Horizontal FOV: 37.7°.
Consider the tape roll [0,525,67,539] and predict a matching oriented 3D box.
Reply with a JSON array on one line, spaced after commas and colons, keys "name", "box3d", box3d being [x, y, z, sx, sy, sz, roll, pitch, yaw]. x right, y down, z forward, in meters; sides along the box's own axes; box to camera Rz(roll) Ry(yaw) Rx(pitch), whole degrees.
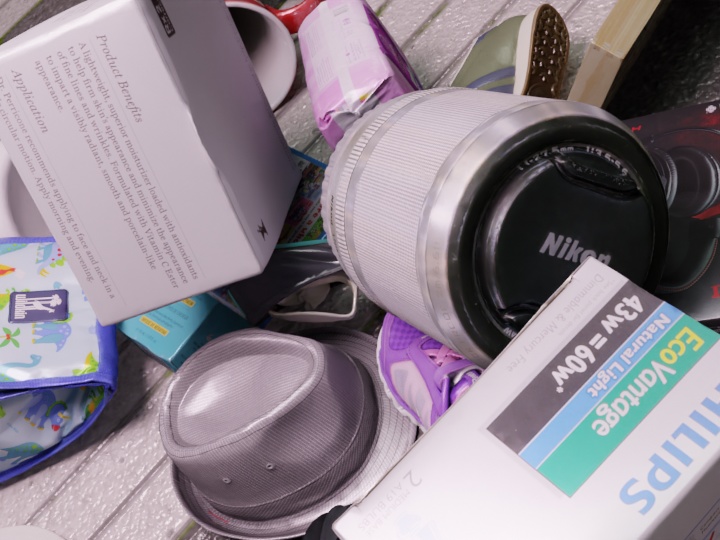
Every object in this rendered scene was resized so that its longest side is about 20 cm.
[{"name": "tape roll", "box3d": [-0.274, 0.290, 0.781, 0.203, 0.037, 0.203, -15, 50, 19]}]

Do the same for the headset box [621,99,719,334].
[{"name": "headset box", "box3d": [0.226, -0.013, 0.700, 0.149, 0.075, 0.200, -10, 52, 24]}]

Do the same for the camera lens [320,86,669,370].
[{"name": "camera lens", "box3d": [0.077, -0.031, 0.656, 0.160, 0.160, 0.200, -45, 26, -8]}]

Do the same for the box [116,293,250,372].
[{"name": "box", "box3d": [-0.111, -0.003, 0.904, 0.082, 0.049, 0.200, 24, 71, 40]}]

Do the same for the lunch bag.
[{"name": "lunch bag", "box3d": [-0.294, 0.070, 0.899, 0.200, 0.127, 0.170, -24, 48, 12]}]

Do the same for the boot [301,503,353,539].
[{"name": "boot", "box3d": [-0.070, 0.254, 0.672, 0.162, 0.073, 0.198, -16, 50, 23]}]

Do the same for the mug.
[{"name": "mug", "box3d": [-0.137, -0.250, 1.078, 0.177, 0.133, 0.200, -6, 37, -21]}]

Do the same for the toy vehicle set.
[{"name": "toy vehicle set", "box3d": [0.223, -0.209, 0.822, 0.027, 0.124, 0.200, 31, 72, 10]}]

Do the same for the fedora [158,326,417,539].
[{"name": "fedora", "box3d": [-0.067, 0.101, 0.770, 0.200, 0.090, 0.177, -15, 50, 19]}]

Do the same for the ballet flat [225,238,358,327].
[{"name": "ballet flat", "box3d": [0.000, 0.000, 0.787, 0.200, 0.073, 0.073, -14, 48, -4]}]

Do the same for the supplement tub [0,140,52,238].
[{"name": "supplement tub", "box3d": [-0.381, -0.038, 1.021, 0.200, 0.145, 0.145, -13, 51, 21]}]

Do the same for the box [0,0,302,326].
[{"name": "box", "box3d": [-0.148, -0.101, 0.761, 0.131, 0.199, 0.200, -18, 21, 13]}]

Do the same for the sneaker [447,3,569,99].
[{"name": "sneaker", "box3d": [0.107, -0.125, 0.871, 0.090, 0.067, 0.200, -6, 58, 46]}]

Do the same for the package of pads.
[{"name": "package of pads", "box3d": [0.011, -0.139, 0.862, 0.076, 0.121, 0.200, -31, 33, 12]}]

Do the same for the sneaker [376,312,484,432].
[{"name": "sneaker", "box3d": [0.067, 0.083, 0.699, 0.080, 0.089, 0.200, -17, 47, -9]}]

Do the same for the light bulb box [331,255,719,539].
[{"name": "light bulb box", "box3d": [0.125, 0.138, 0.556, 0.198, 0.200, 0.125, -45, 48, -8]}]

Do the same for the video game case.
[{"name": "video game case", "box3d": [-0.103, -0.049, 0.887, 0.200, 0.018, 0.143, 29, 73, 38]}]
